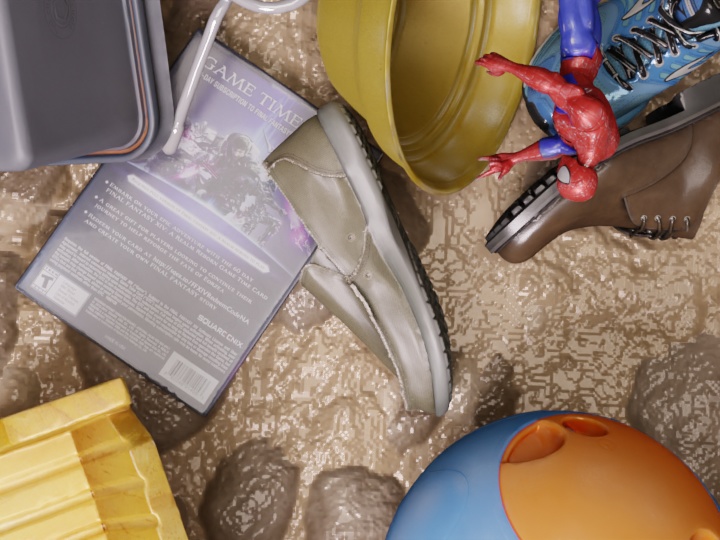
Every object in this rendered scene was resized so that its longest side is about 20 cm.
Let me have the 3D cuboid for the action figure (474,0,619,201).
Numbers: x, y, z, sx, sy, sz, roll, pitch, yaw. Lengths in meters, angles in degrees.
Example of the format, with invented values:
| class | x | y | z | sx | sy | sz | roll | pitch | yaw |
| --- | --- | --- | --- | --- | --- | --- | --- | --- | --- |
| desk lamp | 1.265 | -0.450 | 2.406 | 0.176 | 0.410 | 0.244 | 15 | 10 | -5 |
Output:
| class | x | y | z | sx | sy | sz | roll | pitch | yaw |
| --- | --- | --- | --- | --- | --- | --- | --- | --- | --- |
| action figure | 0.105 | -0.130 | 0.803 | 0.099 | 0.065 | 0.200 | -8 | 67 | 20 |

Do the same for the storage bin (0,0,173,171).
| class | x | y | z | sx | sy | sz | roll | pitch | yaw |
| --- | --- | --- | --- | --- | --- | --- | --- | --- | --- |
| storage bin | -0.206 | -0.145 | 0.756 | 0.145 | 0.134 | 0.200 | 0 | 106 | 19 |

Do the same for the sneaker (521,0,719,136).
| class | x | y | z | sx | sy | sz | roll | pitch | yaw |
| --- | --- | --- | --- | --- | --- | --- | --- | --- | --- |
| sneaker | 0.187 | -0.154 | 0.839 | 0.200 | 0.090 | 0.078 | -35 | 87 | -4 |

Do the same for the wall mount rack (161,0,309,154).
| class | x | y | z | sx | sy | sz | roll | pitch | yaw |
| --- | --- | --- | --- | --- | --- | --- | --- | --- | --- |
| wall mount rack | -0.124 | -0.181 | 0.825 | 0.200 | 0.075 | 0.174 | 30 | 77 | 9 |

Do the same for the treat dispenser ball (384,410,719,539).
| class | x | y | z | sx | sy | sz | roll | pitch | yaw |
| --- | --- | --- | --- | --- | --- | --- | --- | --- | --- |
| treat dispenser ball | 0.110 | 0.178 | 0.747 | 0.200 | 0.201 | 0.201 | 0 | 84 | -3 |

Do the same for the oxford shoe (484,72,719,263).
| class | x | y | z | sx | sy | sz | roll | pitch | yaw |
| --- | --- | --- | --- | --- | --- | --- | --- | --- | --- |
| oxford shoe | 0.172 | -0.048 | 0.838 | 0.200 | 0.073 | 0.085 | -28 | 89 | -5 |

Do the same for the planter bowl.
| class | x | y | z | sx | sy | sz | roll | pitch | yaw |
| --- | --- | --- | --- | --- | --- | --- | --- | --- | --- |
| planter bowl | 0.031 | -0.151 | 0.805 | 0.083 | 0.200 | 0.201 | 15 | 83 | 28 |

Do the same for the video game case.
| class | x | y | z | sx | sy | sz | roll | pitch | yaw |
| --- | --- | --- | --- | --- | --- | --- | --- | --- | --- |
| video game case | -0.099 | -0.031 | 0.847 | 0.143 | 0.019 | 0.200 | 34 | 83 | 0 |

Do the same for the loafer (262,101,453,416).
| class | x | y | z | sx | sy | sz | roll | pitch | yaw |
| --- | --- | --- | --- | --- | --- | --- | --- | --- | --- |
| loafer | 0.000 | 0.000 | 0.823 | 0.070 | 0.075 | 0.200 | -23 | 93 | 7 |

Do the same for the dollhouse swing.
| class | x | y | z | sx | sy | sz | roll | pitch | yaw |
| --- | --- | --- | --- | --- | --- | --- | --- | --- | --- |
| dollhouse swing | -0.197 | 0.188 | 0.753 | 0.176 | 0.182 | 0.200 | -17 | 86 | -25 |
